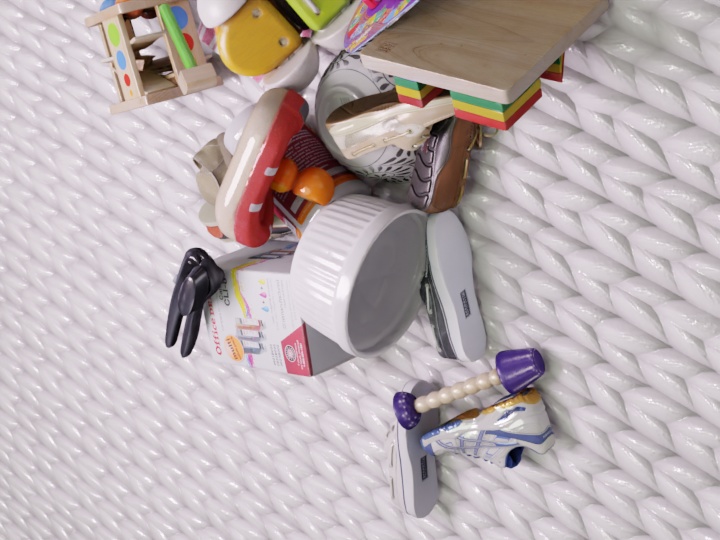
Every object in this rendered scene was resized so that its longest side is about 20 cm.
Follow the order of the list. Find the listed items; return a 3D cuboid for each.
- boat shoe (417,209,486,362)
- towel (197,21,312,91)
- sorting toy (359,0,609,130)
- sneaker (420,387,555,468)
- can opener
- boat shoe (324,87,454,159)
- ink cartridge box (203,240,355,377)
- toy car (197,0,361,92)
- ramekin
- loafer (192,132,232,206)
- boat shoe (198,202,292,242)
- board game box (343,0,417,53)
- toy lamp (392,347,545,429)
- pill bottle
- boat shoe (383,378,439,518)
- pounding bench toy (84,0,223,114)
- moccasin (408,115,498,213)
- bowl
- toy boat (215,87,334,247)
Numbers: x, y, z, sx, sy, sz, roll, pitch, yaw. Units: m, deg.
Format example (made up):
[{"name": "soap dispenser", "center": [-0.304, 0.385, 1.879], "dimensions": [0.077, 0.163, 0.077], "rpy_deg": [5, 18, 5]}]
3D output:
[{"name": "boat shoe", "center": [0.104, 0.020, 1.644], "dimensions": [0.068, 0.072, 0.201], "rpy_deg": [1, 114, 40]}, {"name": "towel", "center": [-0.141, -0.329, 1.748], "dimensions": [0.200, 0.030, 0.147], "rpy_deg": [39, 128, 24]}, {"name": "sorting toy", "center": [0.140, -0.242, 1.427], "dimensions": [0.200, 0.199, 0.070], "rpy_deg": [21, 142, 36]}, {"name": "sneaker", "center": [0.160, 0.220, 1.665], "dimensions": [0.200, 0.075, 0.088], "rpy_deg": [-27, 89, 44]}, {"name": "can opener", "center": [-0.236, 0.045, 1.765], "dimensions": [0.063, 0.079, 0.200], "rpy_deg": [42, 140, 14]}, {"name": "boat shoe", "center": [0.055, -0.176, 1.511], "dimensions": [0.199, 0.072, 0.065], "rpy_deg": [-13, 118, 30]}, {"name": "ink cartridge box", "center": [-0.102, 0.048, 1.783], "dimensions": [0.199, 0.144, 0.146], "rpy_deg": [4, 109, 43]}, {"name": "toy car", "center": [-0.098, -0.333, 1.613], "dimensions": [0.200, 0.150, 0.175], "rpy_deg": [-40, 118, 9]}, {"name": "ramekin", "center": [0.000, 0.000, 1.631], "dimensions": [0.105, 0.200, 0.201], "rpy_deg": [23, 121, 30]}, {"name": "loafer", "center": [-0.186, -0.111, 1.790], "dimensions": [0.076, 0.068, 0.200], "rpy_deg": [59, -174, -39]}, {"name": "boat shoe", "center": [-0.132, -0.072, 1.821], "dimensions": [0.199, 0.071, 0.063], "rpy_deg": [-4, 142, 29]}, {"name": "board game box", "center": [0.034, -0.336, 1.469], "dimensions": [0.039, 0.158, 0.200], "rpy_deg": [37, 137, -21]}, {"name": "toy lamp", "center": [0.137, 0.146, 1.640], "dimensions": [0.199, 0.058, 0.058], "rpy_deg": [-21, 92, 26]}, {"name": "pill bottle", "center": [-0.088, -0.130, 1.718], "dimensions": [0.200, 0.113, 0.113], "rpy_deg": [46, 131, 23]}, {"name": "boat shoe", "center": [0.065, 0.237, 1.767], "dimensions": [0.066, 0.072, 0.201], "rpy_deg": [15, 120, 41]}, {"name": "pounding bench toy", "center": [-0.269, -0.312, 1.775], "dimensions": [0.200, 0.124, 0.157], "rpy_deg": [-1, 107, 57]}, {"name": "moccasin", "center": [0.115, -0.164, 1.557], "dimensions": [0.074, 0.077, 0.202], "rpy_deg": [32, 122, 48]}, {"name": "bowl", "center": [0.007, -0.194, 1.624], "dimensions": [0.200, 0.094, 0.202], "rpy_deg": [17, 118, 36]}, {"name": "toy boat", "center": [-0.094, -0.115, 1.595], "dimensions": [0.130, 0.131, 0.200], "rpy_deg": [24, 119, -4]}]
